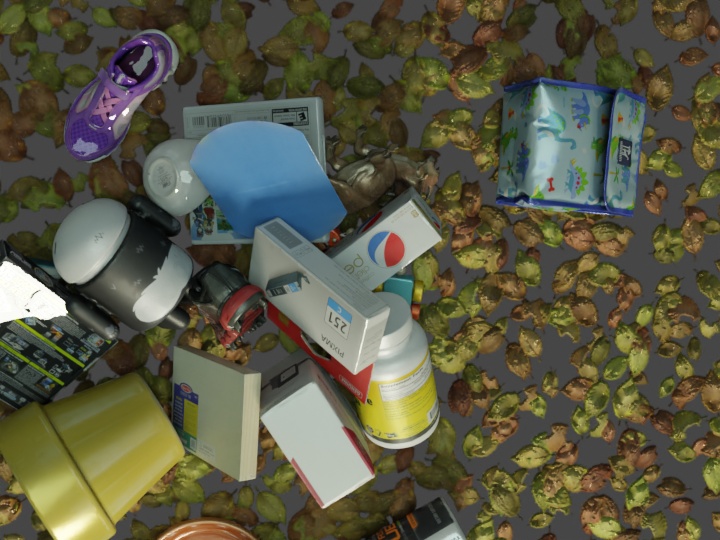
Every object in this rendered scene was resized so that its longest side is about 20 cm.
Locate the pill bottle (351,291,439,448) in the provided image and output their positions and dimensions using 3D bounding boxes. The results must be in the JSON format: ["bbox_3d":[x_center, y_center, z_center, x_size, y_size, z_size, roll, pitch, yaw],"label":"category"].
[{"bbox_3d":[0.038,0.130,1.240,0.111,0.113,0.201,-18,129,-6],"label":"pill bottle"}]

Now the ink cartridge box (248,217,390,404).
[{"bbox_3d":[-0.060,0.059,1.170,0.045,0.200,0.177,-28,144,-37],"label":"ink cartridge box"}]

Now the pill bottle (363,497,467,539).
[{"bbox_3d":[0.053,0.410,1.314,0.199,0.106,0.107,-29,99,-4],"label":"pill bottle"}]

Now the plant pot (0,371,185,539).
[{"bbox_3d":[-0.336,0.234,1.208,0.188,0.200,0.202,-31,99,-19],"label":"plant pot"}]

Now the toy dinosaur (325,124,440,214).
[{"bbox_3d":[0.008,-0.114,1.271,0.198,0.086,0.136,-18,130,9],"label":"toy dinosaur"}]

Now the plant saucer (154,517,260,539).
[{"bbox_3d":[-0.216,0.442,1.318,0.198,0.032,0.202,-1,95,-7],"label":"plant saucer"}]

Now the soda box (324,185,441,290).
[{"bbox_3d":[0.009,-0.019,1.223,0.199,0.064,0.068,-37,104,16],"label":"soda box"}]

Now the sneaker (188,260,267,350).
[{"bbox_3d":[-0.172,0.042,1.209,0.098,0.201,0.071,45,73,6],"label":"sneaker"}]

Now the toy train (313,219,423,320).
[{"bbox_3d":[0.000,0.000,1.295,0.149,0.056,0.201,-29,106,15],"label":"toy train"}]

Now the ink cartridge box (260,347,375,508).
[{"bbox_3d":[-0.060,0.196,1.230,0.083,0.200,0.146,-33,100,0],"label":"ink cartridge box"}]

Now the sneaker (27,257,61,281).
[{"bbox_3d":[-0.483,0.048,1.219,0.198,0.080,0.132,0,94,2],"label":"sneaker"}]

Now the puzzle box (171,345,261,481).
[{"bbox_3d":[-0.191,0.178,1.217,0.025,0.199,0.134,-1,98,-36],"label":"puzzle box"}]

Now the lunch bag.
[{"bbox_3d":[0.298,-0.164,1.286,0.198,0.127,0.172,5,93,-21],"label":"lunch bag"}]

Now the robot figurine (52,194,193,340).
[{"bbox_3d":[-0.296,-0.003,1.204,0.124,0.151,0.200,-36,122,23],"label":"robot figurine"}]

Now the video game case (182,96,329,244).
[{"bbox_3d":[-0.137,-0.127,1.230,0.198,0.022,0.184,0,97,21],"label":"video game case"}]

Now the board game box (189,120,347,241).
[{"bbox_3d":[-0.110,-0.115,1.151,0.157,0.039,0.201,-10,134,23],"label":"board game box"}]

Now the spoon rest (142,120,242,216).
[{"bbox_3d":[-0.204,-0.136,1.217,0.199,0.060,0.100,-19,88,31],"label":"spoon rest"}]

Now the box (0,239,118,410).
[{"bbox_3d":[-0.433,0.078,1.190,0.160,0.044,0.200,-41,132,2],"label":"box"}]

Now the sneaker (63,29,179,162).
[{"bbox_3d":[-0.313,-0.227,1.207,0.080,0.088,0.201,38,91,-11],"label":"sneaker"}]
